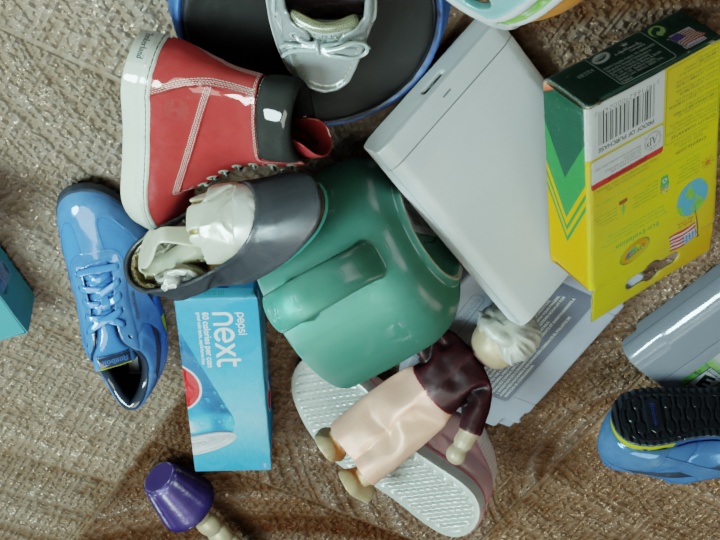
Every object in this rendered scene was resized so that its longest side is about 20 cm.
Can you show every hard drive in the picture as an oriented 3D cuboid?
[{"bbox_3d":[0.104,-0.070,1.241,0.132,0.027,0.200,-48,125,-9],"label":"hard drive"}]

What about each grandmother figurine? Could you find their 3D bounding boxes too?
[{"bbox_3d":[0.057,0.093,1.348,0.199,0.061,0.122,-37,89,13],"label":"grandmother figurine"}]

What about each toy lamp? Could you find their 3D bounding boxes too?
[{"bbox_3d":[-0.123,0.242,1.542,0.058,0.059,0.200,-26,129,21],"label":"toy lamp"}]

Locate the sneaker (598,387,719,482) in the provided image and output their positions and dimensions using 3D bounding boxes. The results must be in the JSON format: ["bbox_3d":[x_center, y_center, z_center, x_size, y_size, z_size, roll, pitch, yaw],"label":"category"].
[{"bbox_3d":[0.295,0.141,1.404,0.198,0.066,0.079,1,143,-2],"label":"sneaker"}]

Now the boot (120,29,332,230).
[{"bbox_3d":[-0.094,-0.077,1.208,0.143,0.073,0.201,16,149,4],"label":"boot"}]

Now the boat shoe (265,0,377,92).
[{"bbox_3d":[-0.023,-0.185,1.095,0.074,0.065,0.203,5,141,-5],"label":"boat shoe"}]

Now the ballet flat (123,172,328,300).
[{"bbox_3d":[-0.104,-0.022,1.187,0.073,0.074,0.199,33,148,-27],"label":"ballet flat"}]

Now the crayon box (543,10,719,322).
[{"bbox_3d":[0.197,-0.073,1.231,0.126,0.051,0.201,-28,135,-22],"label":"crayon box"}]

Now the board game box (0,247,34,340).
[{"bbox_3d":[-0.367,-0.014,1.313,0.150,0.047,0.201,-16,130,14],"label":"board game box"}]

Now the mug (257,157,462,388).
[{"bbox_3d":[0.006,0.004,1.244,0.114,0.186,0.152,-29,122,19],"label":"mug"}]

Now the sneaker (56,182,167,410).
[{"bbox_3d":[-0.193,0.024,1.332,0.065,0.079,0.201,-5,130,6],"label":"sneaker"}]

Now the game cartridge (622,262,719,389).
[{"bbox_3d":[0.332,0.076,1.417,0.199,0.041,0.133,33,120,-27],"label":"game cartridge"}]

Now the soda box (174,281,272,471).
[{"bbox_3d":[-0.110,0.075,1.387,0.067,0.064,0.201,-1,131,0],"label":"soda box"}]

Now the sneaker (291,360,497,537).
[{"bbox_3d":[0.034,0.134,1.445,0.200,0.105,0.076,40,120,4],"label":"sneaker"}]

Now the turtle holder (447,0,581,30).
[{"bbox_3d":[0.082,-0.233,1.064,0.184,0.142,0.132,16,131,-17],"label":"turtle holder"}]

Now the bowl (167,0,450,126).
[{"bbox_3d":[-0.035,-0.184,1.173,0.198,0.040,0.202,-1,132,-1],"label":"bowl"}]

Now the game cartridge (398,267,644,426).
[{"bbox_3d":[0.121,0.040,1.380,0.132,0.042,0.200,25,127,-17],"label":"game cartridge"}]
